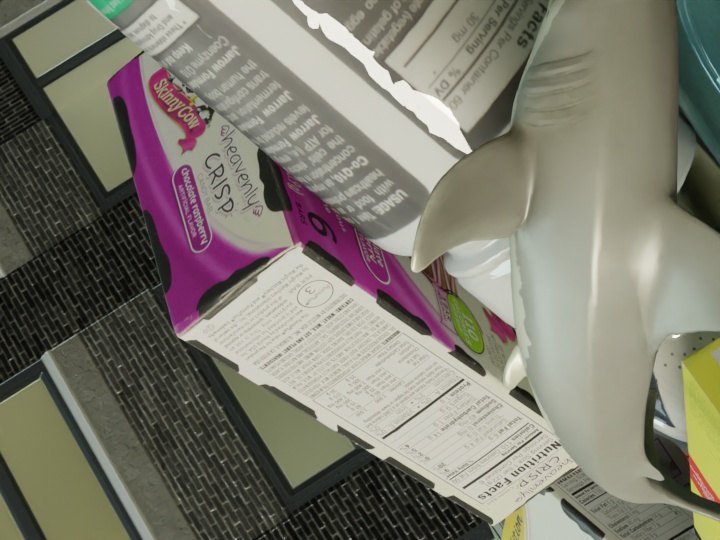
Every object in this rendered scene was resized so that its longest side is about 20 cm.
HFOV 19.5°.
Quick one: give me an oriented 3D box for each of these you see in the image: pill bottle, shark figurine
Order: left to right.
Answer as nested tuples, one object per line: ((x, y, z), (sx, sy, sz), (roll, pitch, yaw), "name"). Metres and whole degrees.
((0.010, -0.077, 0.704), (0.200, 0.113, 0.113), (40, 179, -13), "pill bottle")
((0.087, 0.017, 0.602), (0.089, 0.128, 0.215), (10, 128, 32), "shark figurine")

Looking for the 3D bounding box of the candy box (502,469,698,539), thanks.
((0.160, 0.198, 1.121), (0.200, 0.061, 0.137), (40, 138, 35), "candy box")

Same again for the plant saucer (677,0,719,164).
((0.122, -0.068, 0.629), (0.200, 0.027, 0.200), (58, 175, 8), "plant saucer")

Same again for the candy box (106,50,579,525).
((0.000, 0.000, 0.810), (0.200, 0.061, 0.137), (35, -154, -44), "candy box")

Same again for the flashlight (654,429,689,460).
((0.166, 0.096, 0.974), (0.200, 0.068, 0.068), (61, 173, -25), "flashlight")

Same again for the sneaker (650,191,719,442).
((0.098, -0.024, 0.831), (0.130, 0.079, 0.200), (40, -153, -77), "sneaker")

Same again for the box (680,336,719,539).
((0.165, 0.070, 0.792), (0.050, 0.075, 0.200), (56, 176, 25), "box")

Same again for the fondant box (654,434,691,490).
((0.175, 0.140, 1.242), (0.200, 0.058, 0.144), (56, 174, 15), "fondant box")
